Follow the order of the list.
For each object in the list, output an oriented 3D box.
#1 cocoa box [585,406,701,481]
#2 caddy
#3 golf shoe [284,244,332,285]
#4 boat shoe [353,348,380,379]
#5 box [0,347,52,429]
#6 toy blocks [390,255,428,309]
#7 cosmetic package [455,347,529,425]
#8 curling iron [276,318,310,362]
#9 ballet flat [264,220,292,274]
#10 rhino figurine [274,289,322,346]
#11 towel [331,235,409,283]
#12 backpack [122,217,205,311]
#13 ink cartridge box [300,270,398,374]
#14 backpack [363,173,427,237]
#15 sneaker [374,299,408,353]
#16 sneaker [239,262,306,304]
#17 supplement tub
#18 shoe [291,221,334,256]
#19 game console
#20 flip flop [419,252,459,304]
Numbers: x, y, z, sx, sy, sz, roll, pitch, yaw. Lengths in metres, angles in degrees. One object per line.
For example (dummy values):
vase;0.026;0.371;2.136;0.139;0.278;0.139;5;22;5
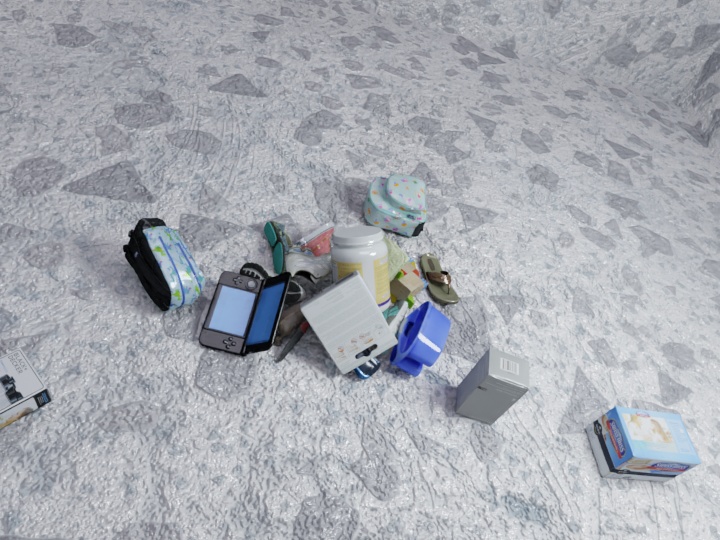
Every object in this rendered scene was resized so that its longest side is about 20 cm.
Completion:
cocoa box;0.707;0.438;1.285;0.198;0.132;0.134;10;48;-12
caddy;0.144;0.168;1.298;0.105;0.141;0.200;35;46;-5
golf shoe;-0.102;0.000;1.347;0.198;0.078;0.098;7;61;-14
boat shoe;-0.024;0.178;1.284;0.068;0.084;0.201;-31;79;-17
box;-0.719;0.249;0.969;0.199;0.060;0.117;-30;66;-38
toy blocks;0.116;0.006;1.482;0.200;0.100;0.136;43;38;17
cosmetic package;0.314;0.282;1.230;0.106;0.201;0.091;18;45;-1
curling iron;-0.129;0.144;1.235;0.050;0.026;0.200;45;81;-12
ballet flat;-0.214;-0.063;1.423;0.074;0.074;0.201;-3;51;-23
rhino figurine;-0.141;0.108;1.288;0.060;0.088;0.199;44;50;19
towel;0.023;-0.005;1.404;0.148;0.200;0.036;41;4;19
backpack;-0.466;-0.002;1.223;0.153;0.163;0.201;-4;57;-42
ink cartridge box;-0.026;0.124;1.213;0.159;0.201;0.047;-30;17;2
backpack;0.112;-0.215;1.626;0.198;0.154;0.177;9;53;-4
sneaker;0.064;0.127;1.344;0.091;0.078;0.200;27;33;6
sneaker;-0.230;0.040;1.340;0.199;0.080;0.074;25;89;17
supplement tub;0.000;0.000;1.280;0.144;0.202;0.146;-4;17;1
shoe;-0.117;-0.071;1.474;0.091;0.071;0.200;59;32;-6
game console;-0.273;0.088;1.207;0.175;0.117;0.201;15;62;-6
flip flop;0.236;0.017;1.528;0.080;0.058;0.201;-1;51;-21
